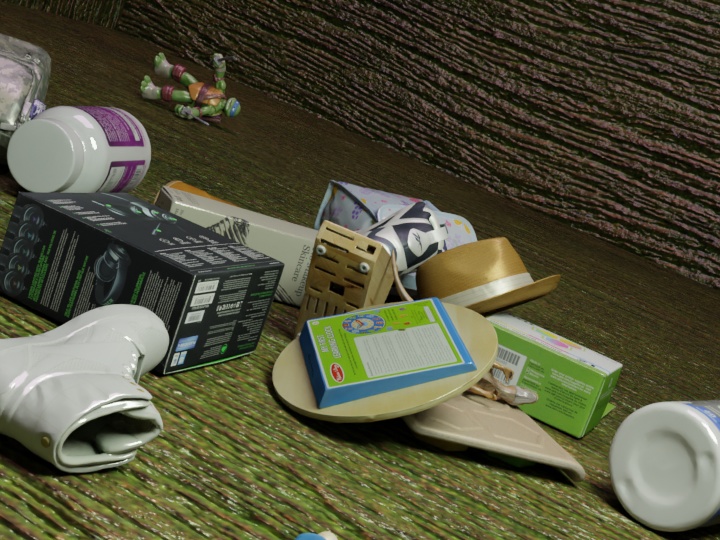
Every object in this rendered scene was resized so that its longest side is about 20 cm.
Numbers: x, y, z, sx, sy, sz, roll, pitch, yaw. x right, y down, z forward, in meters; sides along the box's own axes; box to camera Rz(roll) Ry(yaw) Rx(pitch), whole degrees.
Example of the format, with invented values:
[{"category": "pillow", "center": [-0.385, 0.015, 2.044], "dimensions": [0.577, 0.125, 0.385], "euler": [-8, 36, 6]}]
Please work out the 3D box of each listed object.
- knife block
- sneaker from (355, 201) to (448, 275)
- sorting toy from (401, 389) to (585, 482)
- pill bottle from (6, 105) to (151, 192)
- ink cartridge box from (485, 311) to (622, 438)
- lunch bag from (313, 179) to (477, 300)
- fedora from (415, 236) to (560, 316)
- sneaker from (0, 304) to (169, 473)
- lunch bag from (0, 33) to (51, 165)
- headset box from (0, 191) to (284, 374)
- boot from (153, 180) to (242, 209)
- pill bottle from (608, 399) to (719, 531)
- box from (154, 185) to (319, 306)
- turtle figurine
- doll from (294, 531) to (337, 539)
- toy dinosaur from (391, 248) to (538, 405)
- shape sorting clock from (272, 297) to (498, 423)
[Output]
[{"category": "knife block", "center": [0.000, 0.000, 1.387], "dimensions": [0.064, 0.200, 0.176], "euler": [22, 40, 10]}, {"category": "sneaker", "center": [0.035, -0.026, 1.597], "dimensions": [0.129, 0.080, 0.199], "euler": [-18, -3, -23]}, {"category": "sorting toy", "center": [0.090, 0.134, 1.259], "dimensions": [0.199, 0.037, 0.185], "euler": [21, 10, -24]}, {"category": "pill bottle", "center": [-0.331, -0.136, 1.587], "dimensions": [0.112, 0.113, 0.200], "euler": [22, 10, 10]}, {"category": "ink cartridge box", "center": [0.210, 0.106, 1.494], "dimensions": [0.147, 0.076, 0.200], "euler": [24, 12, 18]}, {"category": "lunch bag", "center": [0.056, -0.028, 1.752], "dimensions": [0.169, 0.128, 0.200], "euler": [11, 21, -33]}, {"category": "fedora", "center": [0.124, 0.014, 1.523], "dimensions": [0.200, 0.082, 0.201], "euler": [-18, -5, -2]}, {"category": "sneaker", "center": [-0.170, 0.085, 0.920], "dimensions": [0.115, 0.074, 0.200], "euler": [27, 22, 23]}, {"category": "lunch bag", "center": [-0.481, -0.211, 1.643], "dimensions": [0.199, 0.140, 0.168], "euler": [18, 27, -11]}, {"category": "headset box", "center": [-0.199, 0.002, 1.196], "dimensions": [0.199, 0.093, 0.174], "euler": [24, 11, 18]}, {"category": "boot", "center": [-0.155, -0.049, 1.590], "dimensions": [0.144, 0.071, 0.201], "euler": [20, 5, 12]}, {"category": "pill bottle", "center": [0.322, 0.177, 1.252], "dimensions": [0.114, 0.114, 0.200], "euler": [28, 13, 35]}, {"category": "box", "center": [-0.133, -0.023, 1.486], "dimensions": [0.199, 0.082, 0.068], "euler": [14, 12, -24]}, {"category": "turtle figurine", "center": [-0.334, -0.374, 2.692], "dimensions": [0.193, 0.144, 0.200], "euler": [19, 6, 10]}, {"category": "doll", "center": [0.011, 0.191, 0.770], "dimensions": [0.199, 0.049, 0.136], "euler": [16, 11, -27]}, {"category": "toy dinosaur", "center": [0.083, 0.073, 1.288], "dimensions": [0.200, 0.060, 0.106], "euler": [45, 3, -4]}, {"category": "shape sorting clock", "center": [0.021, 0.078, 1.178], "dimensions": [0.199, 0.039, 0.200], "euler": [-6, 24, 3]}]
